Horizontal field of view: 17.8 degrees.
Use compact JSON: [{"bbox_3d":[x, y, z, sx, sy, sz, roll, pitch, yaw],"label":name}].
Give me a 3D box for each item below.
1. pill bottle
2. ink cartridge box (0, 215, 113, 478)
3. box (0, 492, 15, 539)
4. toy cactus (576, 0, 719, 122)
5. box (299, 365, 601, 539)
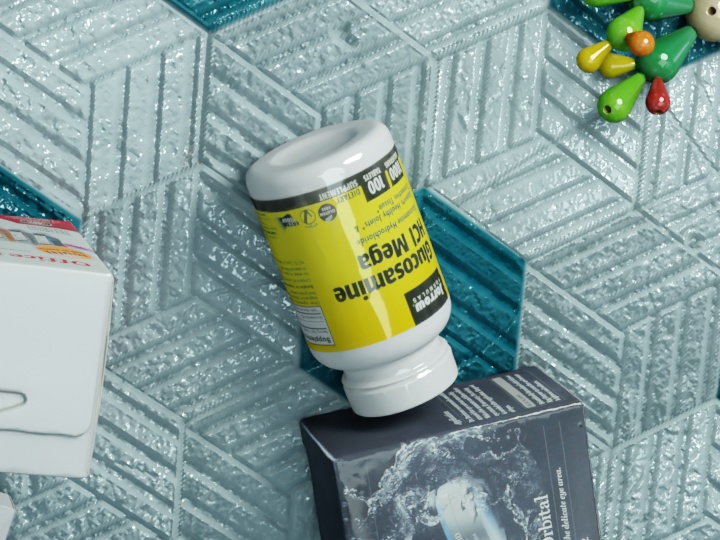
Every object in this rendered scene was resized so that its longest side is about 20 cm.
[{"bbox_3d":[0.000,0.000,1.686,0.112,0.112,0.201,-24,107,-10],"label":"pill bottle"},{"bbox_3d":[-0.260,0.045,1.576,0.145,0.200,0.145,6,100,-17],"label":"ink cartridge box"},{"bbox_3d":[-0.369,0.212,1.664,0.199,0.041,0.156,19,95,-17],"label":"box"},{"bbox_3d":[0.243,-0.205,1.732,0.165,0.102,0.201,9,90,-27],"label":"toy cactus"},{"bbox_3d":[0.073,0.198,1.746,0.199,0.117,0.197,-12,104,-12],"label":"box"}]
